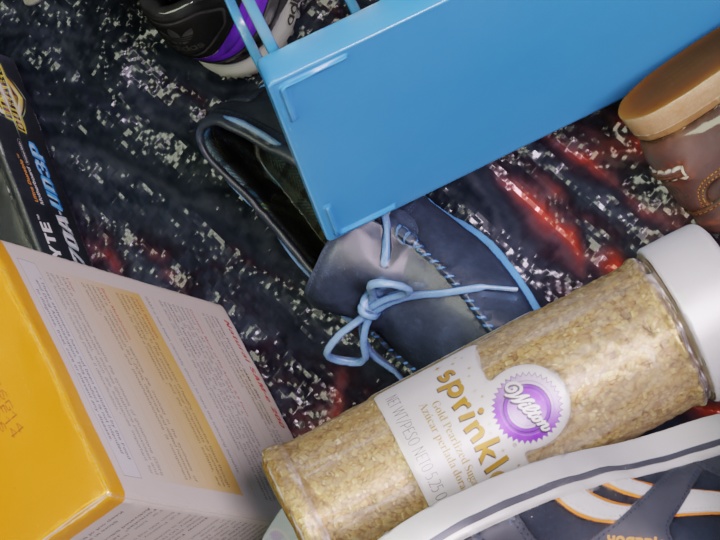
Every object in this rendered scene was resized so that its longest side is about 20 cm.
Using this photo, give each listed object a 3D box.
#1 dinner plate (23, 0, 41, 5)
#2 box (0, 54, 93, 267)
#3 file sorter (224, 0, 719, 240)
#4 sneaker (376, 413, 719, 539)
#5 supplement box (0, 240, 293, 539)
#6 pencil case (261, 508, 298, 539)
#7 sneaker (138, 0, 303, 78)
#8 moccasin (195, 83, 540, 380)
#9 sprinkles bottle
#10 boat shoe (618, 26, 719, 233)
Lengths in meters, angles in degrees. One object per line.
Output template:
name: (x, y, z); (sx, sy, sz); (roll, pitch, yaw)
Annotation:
dinner plate: (-0.106, -0.209, 1.168); (0.200, 0.024, 0.201); (-51, 20, 28)
box: (-0.226, 0.009, 1.270); (0.200, 0.046, 0.160); (-30, 70, 23)
file sorter: (0.042, -0.131, 1.047); (0.199, 0.139, 0.123); (-25, 65, -2)
sneaker: (0.088, 0.113, 0.998); (0.080, 0.199, 0.078); (64, 144, 18)
supplement box: (-0.105, 0.070, 1.105); (0.073, 0.200, 0.126); (-36, 67, 17)
pencil case: (0.044, 0.161, 1.074); (0.200, 0.083, 0.091); (34, 136, 28)
sneaker: (-0.061, -0.192, 1.171); (0.069, 0.099, 0.201); (4, 86, 27)
moccasin: (0.000, 0.000, 1.122); (0.200, 0.068, 0.081); (43, 128, 28)
sprinkles bottle: (0.062, 0.056, 1.036); (0.199, 0.068, 0.068); (-28, 69, -2)
boat shoe: (0.201, -0.091, 1.035); (0.200, 0.070, 0.070); (-33, 106, 16)
